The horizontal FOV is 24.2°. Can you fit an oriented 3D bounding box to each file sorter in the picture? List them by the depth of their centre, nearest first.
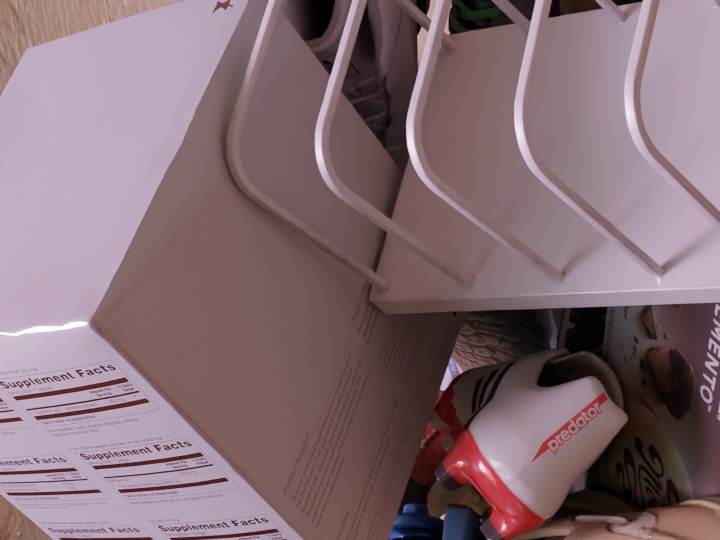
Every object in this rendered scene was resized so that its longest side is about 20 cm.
[{"bbox_3d":[0.067,-0.073,0.662,0.200,0.125,0.139,-3,62,41],"label":"file sorter"}]

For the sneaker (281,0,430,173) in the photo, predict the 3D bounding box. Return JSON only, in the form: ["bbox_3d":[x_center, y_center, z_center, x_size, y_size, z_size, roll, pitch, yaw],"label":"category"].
[{"bbox_3d":[-0.004,-0.080,0.819,0.115,0.075,0.200,-31,-62,-69],"label":"sneaker"}]

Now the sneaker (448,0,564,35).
[{"bbox_3d":[0.058,-0.136,0.825,0.074,0.088,0.200,25,121,36],"label":"sneaker"}]

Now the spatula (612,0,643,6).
[{"bbox_3d":[0.122,-0.077,0.811,0.021,0.057,0.200,19,120,25],"label":"spatula"}]

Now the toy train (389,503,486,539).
[{"bbox_3d":[0.073,0.177,0.885,0.200,0.114,0.087,50,-138,-61],"label":"toy train"}]

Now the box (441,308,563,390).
[{"bbox_3d":[0.070,-0.014,0.984,0.200,0.041,0.156,-33,72,67],"label":"box"}]

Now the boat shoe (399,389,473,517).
[{"bbox_3d":[0.037,0.126,1.070,0.063,0.071,0.200,46,160,12],"label":"boat shoe"}]

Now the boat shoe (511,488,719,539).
[{"bbox_3d":[0.115,0.135,0.703,0.200,0.064,0.071,-12,93,68],"label":"boat shoe"}]

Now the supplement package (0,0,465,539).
[{"bbox_3d":[-0.076,0.019,0.750,0.147,0.191,0.200,-9,135,35],"label":"supplement package"}]

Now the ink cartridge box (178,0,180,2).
[{"bbox_3d":[-0.101,-0.150,1.185,0.116,0.067,0.200,-64,0,43],"label":"ink cartridge box"}]

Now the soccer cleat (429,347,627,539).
[{"bbox_3d":[0.079,0.069,0.765,0.069,0.085,0.200,52,-175,1],"label":"soccer cleat"}]

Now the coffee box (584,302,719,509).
[{"bbox_3d":[0.165,0.055,0.728,0.113,0.080,0.200,-128,31,-47],"label":"coffee box"}]

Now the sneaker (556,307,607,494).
[{"bbox_3d":[0.121,0.061,0.852,0.086,0.078,0.200,-137,39,-60],"label":"sneaker"}]

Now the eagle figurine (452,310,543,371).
[{"bbox_3d":[0.006,0.001,0.935,0.152,0.151,0.200,-50,45,47],"label":"eagle figurine"}]
